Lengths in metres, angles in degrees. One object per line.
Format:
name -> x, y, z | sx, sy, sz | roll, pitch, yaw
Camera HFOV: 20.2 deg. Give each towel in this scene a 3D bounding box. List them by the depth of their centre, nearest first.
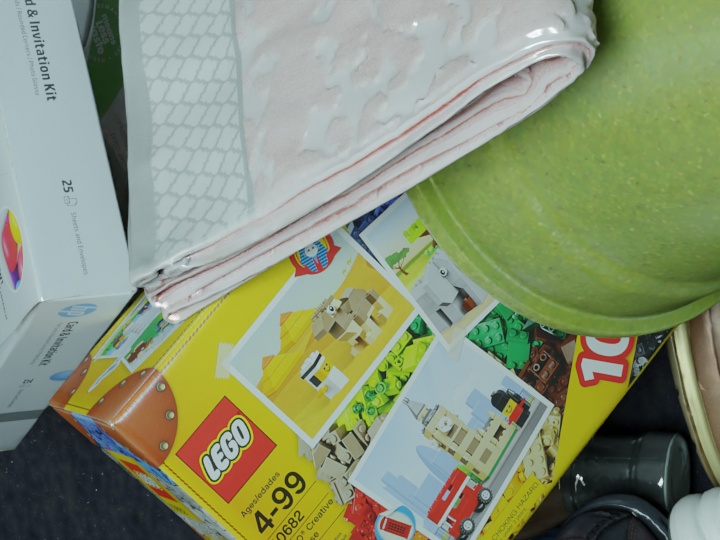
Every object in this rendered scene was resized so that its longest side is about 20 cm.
towel -> -0.012, -0.105, 0.680 | 0.191, 0.032, 0.200 | -30, 50, 31

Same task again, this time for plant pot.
plant pot -> 0.136, -0.081, 0.663 | 0.184, 0.200, 0.201 | -7, 96, 56

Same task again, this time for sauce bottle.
sauce bottle -> 0.043, 0.087, 0.888 | 0.200, 0.065, 0.065 | 0, 99, 26

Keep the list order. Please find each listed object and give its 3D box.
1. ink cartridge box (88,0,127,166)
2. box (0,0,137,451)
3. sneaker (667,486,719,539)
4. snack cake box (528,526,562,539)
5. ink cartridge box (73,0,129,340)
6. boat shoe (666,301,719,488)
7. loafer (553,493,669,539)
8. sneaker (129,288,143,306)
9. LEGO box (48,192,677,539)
ink cartridge box -> -0.023, -0.103, 0.886 | 0.200, 0.067, 0.117 | -21, 89, 26
box -> -0.150, -0.027, 0.814 | 0.200, 0.041, 0.156 | 133, 126, -60
sneaker -> 0.204, 0.147, 0.748 | 0.080, 0.074, 0.200 | -43, 79, 21
snack cake box -> 0.164, 0.173, 0.845 | 0.200, 0.067, 0.115 | -2, 98, 24
ink cartridge box -> -0.133, -0.059, 0.886 | 0.200, 0.050, 0.161 | 54, 148, 24
boat shoe -> 0.161, 0.002, 0.817 | 0.068, 0.072, 0.200 | -8, 92, 26
loafer -> 0.131, 0.184, 0.790 | 0.072, 0.063, 0.200 | -34, 83, 25
sneaker -> -0.054, 0.020, 0.917 | 0.200, 0.071, 0.073 | -28, 87, 26
LEGO box -> 0.011, 0.025, 0.746 | 0.149, 0.077, 0.200 | 45, 73, -20
